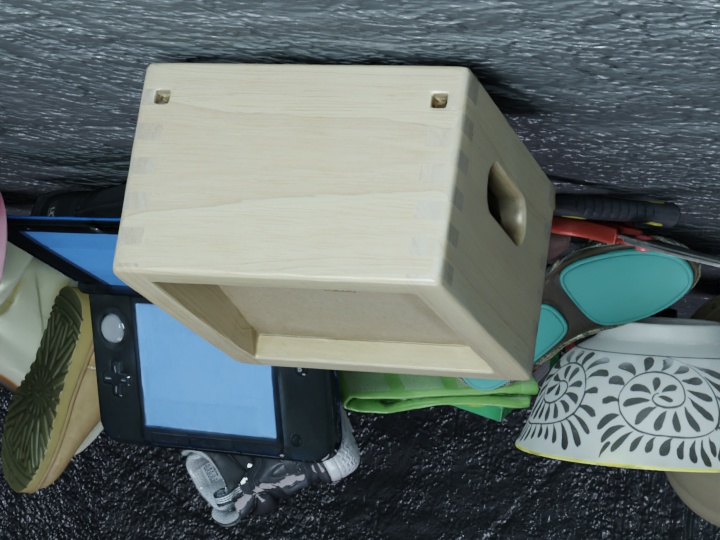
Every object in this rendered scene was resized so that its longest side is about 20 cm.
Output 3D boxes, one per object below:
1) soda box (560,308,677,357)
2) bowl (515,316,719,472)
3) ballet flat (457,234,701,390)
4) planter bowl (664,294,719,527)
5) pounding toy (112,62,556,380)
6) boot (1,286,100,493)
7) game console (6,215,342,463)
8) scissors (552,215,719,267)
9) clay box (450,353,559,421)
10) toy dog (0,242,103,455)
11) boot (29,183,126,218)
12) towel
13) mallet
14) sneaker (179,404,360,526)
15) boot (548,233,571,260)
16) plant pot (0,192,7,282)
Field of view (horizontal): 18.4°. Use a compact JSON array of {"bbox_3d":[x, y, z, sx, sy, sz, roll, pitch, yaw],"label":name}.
[{"bbox_3d":[0.199,0.058,1.846,0.063,0.071,0.200,-4,-174,-14],"label":"soda box"},{"bbox_3d":[0.209,0.082,1.553,0.200,0.095,0.201,2,-178,0],"label":"bowl"},{"bbox_3d":[0.146,0.015,1.528,0.200,0.075,0.068,-31,112,29],"label":"ballet flat"},{"bbox_3d":[0.327,0.096,1.805,0.200,0.201,0.135,3,147,24],"label":"planter bowl"},{"bbox_3d":[-0.010,-0.034,1.066,0.183,0.143,0.200,3,163,21],"label":"pounding toy"},{"bbox_3d":[-0.148,0.096,1.643,0.199,0.176,0.066,8,-151,-36],"label":"boot"},{"bbox_3d":[-0.126,0.043,1.416,0.199,0.171,0.118,2,-169,36],"label":"game console"},{"bbox_3d":[0.157,-0.018,1.336,0.073,0.014,0.200,6,-171,-17],"label":"scissors"},{"bbox_3d":[0.044,0.046,1.725,0.199,0.048,0.115,17,-151,23],"label":"clay box"},{"bbox_3d":[-0.279,0.038,1.679,0.199,0.195,0.140,6,-173,-17],"label":"toy dog"},{"bbox_3d":[-0.108,-0.027,1.509,0.164,0.066,0.200,7,170,-37],"label":"boot"},{"bbox_3d":[0.038,0.047,1.645,0.149,0.031,0.200,-3,-150,-10],"label":"towel"},{"bbox_3d":[0.108,-0.039,1.289,0.199,0.041,0.066,3,179,-24],"label":"mallet"},{"bbox_3d":[-0.067,0.113,1.543,0.114,0.076,0.200,-27,-169,-1],"label":"sneaker"},{"bbox_3d":[0.059,-0.023,1.452,0.166,0.073,0.200,-7,175,-14],"label":"boot"},{"bbox_3d":[-0.338,-0.009,1.311,0.179,0.201,0.200,29,161,-37],"label":"plant pot"}]
